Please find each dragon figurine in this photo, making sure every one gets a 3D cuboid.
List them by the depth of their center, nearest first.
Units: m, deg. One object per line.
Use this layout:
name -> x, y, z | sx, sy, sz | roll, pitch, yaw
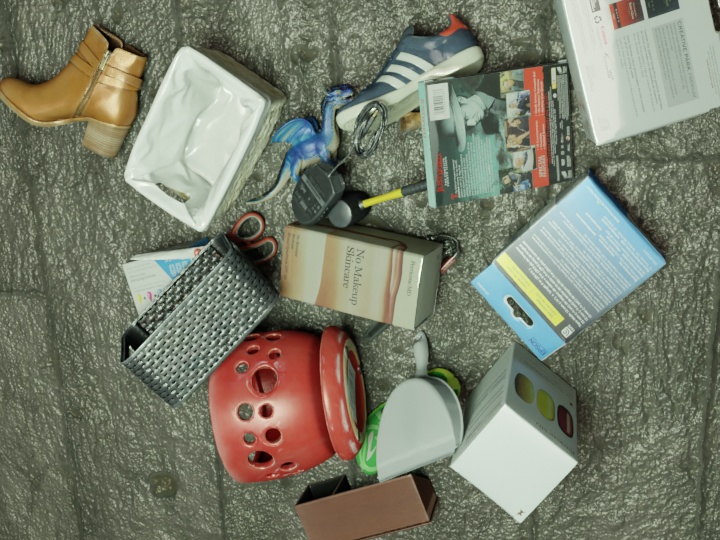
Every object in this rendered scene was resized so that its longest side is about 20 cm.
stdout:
dragon figurine -> -0.079, -0.169, 1.049 | 0.197, 0.059, 0.101 | -26, 97, 19

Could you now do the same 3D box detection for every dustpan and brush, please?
dustpan and brush -> 0.077, 0.166, 1.042 | 0.138, 0.057, 0.204 | -31, 52, 35

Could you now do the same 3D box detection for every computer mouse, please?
computer mouse -> -0.024, -0.130, 0.987 | 0.200, 0.034, 0.059 | -46, 69, 34

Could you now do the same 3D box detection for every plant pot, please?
plant pot -> -0.089, 0.178, 1.081 | 0.178, 0.201, 0.205 | -8, 104, 9

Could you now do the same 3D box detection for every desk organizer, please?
desk organizer -> 0.008, 0.343, 1.165 | 0.197, 0.072, 0.078 | -20, 97, 19

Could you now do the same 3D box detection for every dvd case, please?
dvd case -> 0.166, -0.165, 0.948 | 0.196, 0.022, 0.149 | -13, 105, -20

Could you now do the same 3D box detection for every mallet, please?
mallet -> 0.044, -0.096, 1.004 | 0.197, 0.066, 0.042 | -13, 101, 38

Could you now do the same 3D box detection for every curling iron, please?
curling iron -> 0.067, 0.026, 1.084 | 0.050, 0.025, 0.201 | 43, 114, 13

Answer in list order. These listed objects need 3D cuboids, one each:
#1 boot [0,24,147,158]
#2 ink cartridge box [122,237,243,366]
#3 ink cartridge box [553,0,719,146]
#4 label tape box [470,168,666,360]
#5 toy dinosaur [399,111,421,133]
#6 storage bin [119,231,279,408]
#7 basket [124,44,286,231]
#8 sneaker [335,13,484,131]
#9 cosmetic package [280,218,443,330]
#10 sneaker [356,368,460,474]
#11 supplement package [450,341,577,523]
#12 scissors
boot -> -0.398, -0.269, 1.102 | 0.197, 0.074, 0.157 | 24, 112, -6
ink cartridge box -> -0.255, 0.067, 1.157 | 0.113, 0.068, 0.204 | -13, 102, 17
ink cartridge box -> 0.324, -0.267, 0.898 | 0.172, 0.084, 0.204 | -15, 102, 12
label tape box -> 0.260, -0.005, 1.003 | 0.143, 0.066, 0.200 | 46, 114, -1
toy dinosaur -> 0.142, -0.179, 0.987 | 0.196, 0.060, 0.109 | -7, 102, 16
storage bin -> -0.212, 0.061, 1.036 | 0.200, 0.135, 0.094 | -45, 111, -2
basket -> -0.198, -0.178, 1.044 | 0.134, 0.123, 0.202 | 33, 112, 3
sneaker -> 0.050, -0.247, 0.982 | 0.197, 0.075, 0.086 | -26, 81, 3
cosmetic package -> 0.000, 0.000, 1.044 | 0.196, 0.087, 0.106 | 11, 106, 21
sneaker -> 0.057, 0.216, 1.108 | 0.074, 0.084, 0.200 | 42, 111, 0
supplement package -> 0.199, 0.197, 1.002 | 0.113, 0.200, 0.110 | 37, 111, 1
scissors -> -0.212, -0.020, 1.095 | 0.197, 0.014, 0.075 | -22, 103, -16
